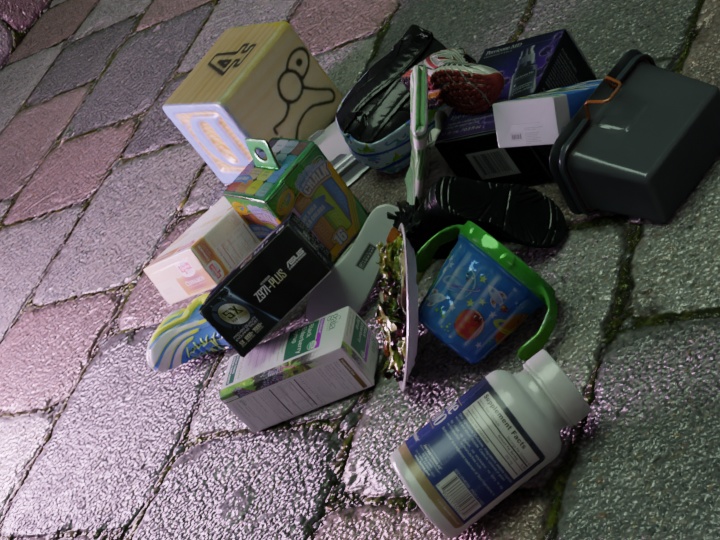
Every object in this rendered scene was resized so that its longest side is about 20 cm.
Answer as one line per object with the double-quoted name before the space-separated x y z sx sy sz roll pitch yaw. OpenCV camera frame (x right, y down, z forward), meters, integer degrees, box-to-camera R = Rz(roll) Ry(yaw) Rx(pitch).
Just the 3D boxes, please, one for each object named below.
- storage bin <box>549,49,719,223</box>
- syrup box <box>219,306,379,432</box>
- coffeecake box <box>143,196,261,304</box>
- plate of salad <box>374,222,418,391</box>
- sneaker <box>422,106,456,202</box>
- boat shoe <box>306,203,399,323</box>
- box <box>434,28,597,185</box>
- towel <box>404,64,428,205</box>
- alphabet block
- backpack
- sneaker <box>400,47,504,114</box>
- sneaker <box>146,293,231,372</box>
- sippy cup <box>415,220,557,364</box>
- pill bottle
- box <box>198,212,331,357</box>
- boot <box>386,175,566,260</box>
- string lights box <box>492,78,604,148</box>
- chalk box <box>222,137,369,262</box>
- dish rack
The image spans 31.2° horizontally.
"storage bin" 0.342 -0.159 1.539 0.134 0.146 0.200 22 66 45
"syrup box" -0.078 0.129 1.666 0.199 0.082 0.079 -25 33 27
"coffeecake box" -0.217 -0.048 1.989 0.153 0.073 0.200 -18 23 51
"plate of salad" 0.041 0.044 1.553 0.047 0.202 0.201 0 36 -3
"sneaker" 0.114 -0.148 1.817 0.074 0.081 0.201 -14 41 33
"boat shoe" 0.000 0.000 1.770 0.201 0.070 0.064 -53 -8 2
"box" 0.216 -0.218 1.770 0.147 0.105 0.201 -8 43 43
"towel" 0.074 -0.153 1.735 0.023 0.201 0.154 2 45 -1
"alphabet block" -0.181 -0.283 2.204 0.195 0.196 0.201 8 54 49
"backpack" 0.059 -0.244 1.943 0.199 0.154 0.163 -37 58 -17
"sneaker" 0.132 -0.269 1.751 0.082 0.078 0.199 -47 29 -13
"sneaker" -0.225 0.088 1.886 0.200 0.076 0.105 -41 31 -4
"sippy cup" 0.138 0.033 1.518 0.131 0.139 0.178 -50 20 2
"pill bottle" 0.138 0.175 1.341 0.199 0.111 0.111 -39 31 2
"box" -0.123 0.014 1.726 0.164 0.086 0.200 -43 6 5
"boot" 0.141 -0.054 1.638 0.162 0.196 0.074 137 143 -64
"string lights box" 0.272 -0.202 1.637 0.199 0.060 0.102 -19 13 -41
"chalk box" -0.105 -0.110 1.887 0.124 0.200 0.124 -50 32 -18
"dish rack" -0.001 -0.224 2.076 0.199 0.044 0.172 -39 30 0
